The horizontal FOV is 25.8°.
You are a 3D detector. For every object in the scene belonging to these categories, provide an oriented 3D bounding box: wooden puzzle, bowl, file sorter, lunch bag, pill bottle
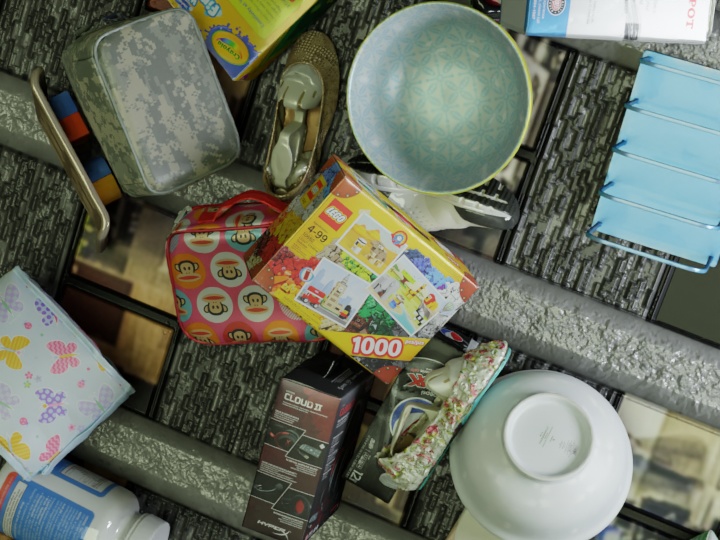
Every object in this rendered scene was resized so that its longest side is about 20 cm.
[{"bbox_3d":[-0.317,-0.125,1.784,0.046,0.185,0.200,-23,90,-11],"label":"wooden puzzle"},{"bbox_3d":[0.093,-0.185,1.679,0.200,0.108,0.200,2,99,15],"label":"bowl"},{"bbox_3d":[0.323,-0.110,1.616,0.139,0.123,0.200,18,104,14],"label":"file sorter"},{"bbox_3d":[0.194,0.188,1.666,0.201,0.090,0.201,0,68,1],"label":"bowl"},{"bbox_3d":[-0.116,-0.008,1.758,0.200,0.082,0.176,-1,118,13],"label":"lunch bag"},{"bbox_3d":[-0.244,-0.186,1.746,0.168,0.139,0.200,-1,114,58],"label":"lunch bag"},{"bbox_3d":[-0.335,0.296,1.877,0.200,0.112,0.112,24,104,12],"label":"pill bottle"},{"bbox_3d":[-0.388,0.126,1.840,0.200,0.127,0.170,44,82,11],"label":"lunch bag"}]

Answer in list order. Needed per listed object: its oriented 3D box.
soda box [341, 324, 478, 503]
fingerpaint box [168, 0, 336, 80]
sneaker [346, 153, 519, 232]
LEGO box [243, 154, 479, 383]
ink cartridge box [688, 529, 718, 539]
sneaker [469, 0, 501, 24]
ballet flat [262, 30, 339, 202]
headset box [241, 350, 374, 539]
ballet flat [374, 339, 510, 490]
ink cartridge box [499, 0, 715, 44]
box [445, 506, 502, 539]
[{"bbox_3d":[0.056,0.156,1.761,0.063,0.071,0.200,29,106,4],"label":"soda box"},{"bbox_3d":[-0.134,-0.338,1.740,0.167,0.073,0.200,-42,85,17],"label":"fingerpaint box"},{"bbox_3d":[0.078,-0.071,1.730,0.200,0.074,0.080,14,117,18],"label":"sneaker"},{"bbox_3d":[0.000,0.000,1.671,0.200,0.077,0.149,38,100,-24],"label":"LEGO box"},{"bbox_3d":[0.327,0.395,1.712,0.200,0.084,0.146,-30,89,18],"label":"ink cartridge box"},{"bbox_3d":[0.198,-0.322,1.638,0.200,0.084,0.077,-40,87,16],"label":"sneaker"},{"bbox_3d":[-0.068,-0.167,1.751,0.070,0.065,0.200,10,101,17],"label":"ballet flat"},{"bbox_3d":[-0.053,0.187,1.758,0.075,0.149,0.200,18,103,12],"label":"headset box"},{"bbox_3d":[0.084,0.148,1.681,0.064,0.076,0.200,31,102,-7],"label":"ballet flat"},{"bbox_3d":[0.251,-0.307,1.578,0.200,0.084,0.145,1,105,-15],"label":"ink cartridge box"},{"bbox_3d":[0.125,0.328,1.757,0.078,0.095,0.200,32,104,10],"label":"box"}]
